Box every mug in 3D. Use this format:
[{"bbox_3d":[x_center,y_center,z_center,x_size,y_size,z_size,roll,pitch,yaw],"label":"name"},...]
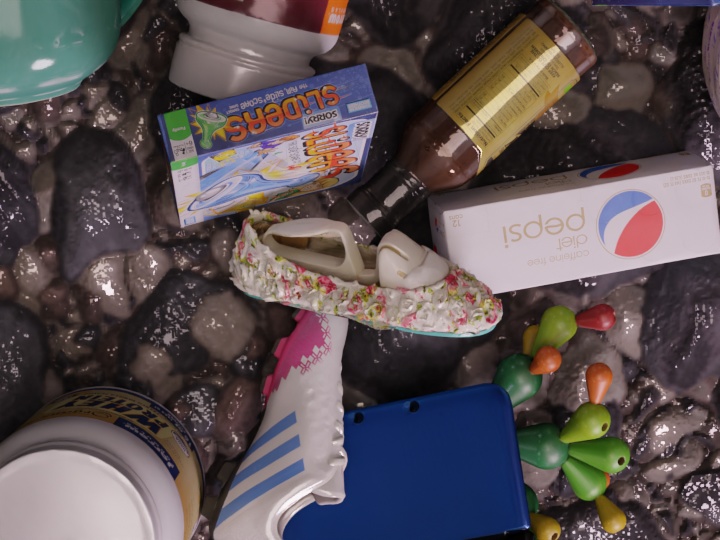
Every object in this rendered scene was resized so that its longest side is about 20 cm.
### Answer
[{"bbox_3d":[-0.217,-0.173,1.359,0.185,0.152,0.115,-7,107,-8],"label":"mug"}]

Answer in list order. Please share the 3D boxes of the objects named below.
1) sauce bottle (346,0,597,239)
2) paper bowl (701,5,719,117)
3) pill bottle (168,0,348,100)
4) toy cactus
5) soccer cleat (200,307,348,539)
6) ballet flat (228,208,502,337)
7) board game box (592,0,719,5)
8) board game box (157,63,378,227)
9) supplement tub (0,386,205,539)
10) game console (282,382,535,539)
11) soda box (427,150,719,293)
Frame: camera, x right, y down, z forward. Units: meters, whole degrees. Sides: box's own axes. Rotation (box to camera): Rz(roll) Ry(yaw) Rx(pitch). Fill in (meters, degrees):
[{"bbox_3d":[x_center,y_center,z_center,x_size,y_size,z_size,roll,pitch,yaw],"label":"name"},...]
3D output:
[{"bbox_3d":[0.075,-0.104,1.464,0.200,0.065,0.065,-42,105,2],"label":"sauce bottle"},{"bbox_3d":[0.339,-0.159,1.463,0.200,0.104,0.201,-1,113,-2],"label":"paper bowl"},{"bbox_3d":[-0.058,-0.211,1.394,0.114,0.114,0.200,13,100,-12],"label":"pill bottle"},{"bbox_3d":[0.115,0.119,1.521,0.165,0.102,0.200,3,105,10],"label":"toy cactus"},{"bbox_3d":[-0.037,0.115,1.472,0.086,0.070,0.200,22,82,13],"label":"soccer cleat"},{"bbox_3d":[0.000,0.000,1.436,0.200,0.076,0.064,9,123,16],"label":"ballet flat"},{"bbox_3d":[0.188,-0.279,1.400,0.034,0.135,0.200,-21,107,-27],"label":"board game box"},{"bbox_3d":[-0.062,-0.080,1.381,0.135,0.200,0.035,-15,81,-5],"label":"board game box"},{"bbox_3d":[-0.184,0.162,1.403,0.144,0.200,0.145,0,96,2],"label":"supplement tub"},{"bbox_3d":[0.047,0.189,1.506,0.200,0.119,0.171,-13,138,26],"label":"game console"},{"bbox_3d":[0.153,-0.033,1.494,0.200,0.064,0.068,-10,104,-7],"label":"soda box"}]
